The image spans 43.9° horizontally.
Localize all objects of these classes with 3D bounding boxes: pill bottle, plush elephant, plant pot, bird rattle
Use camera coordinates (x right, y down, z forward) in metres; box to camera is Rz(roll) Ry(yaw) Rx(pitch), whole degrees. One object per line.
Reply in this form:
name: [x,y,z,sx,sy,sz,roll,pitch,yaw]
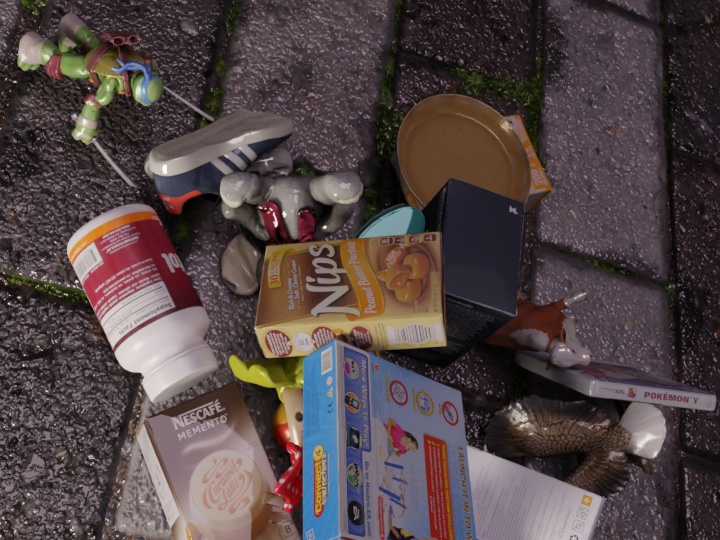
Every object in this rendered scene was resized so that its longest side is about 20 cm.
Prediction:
pill bottle: [-0.240,0.038,1.005,0.111,0.113,0.203,-24,79,-28]
plush elephant: [-0.089,-0.032,1.081,0.160,0.200,0.159,-1,90,-9]
plant pot: [0.136,-0.142,1.197,0.195,0.028,0.205,7,66,-16]
bird rattle: [-0.060,0.172,0.989,0.110,0.163,0.204,-20,75,-7]

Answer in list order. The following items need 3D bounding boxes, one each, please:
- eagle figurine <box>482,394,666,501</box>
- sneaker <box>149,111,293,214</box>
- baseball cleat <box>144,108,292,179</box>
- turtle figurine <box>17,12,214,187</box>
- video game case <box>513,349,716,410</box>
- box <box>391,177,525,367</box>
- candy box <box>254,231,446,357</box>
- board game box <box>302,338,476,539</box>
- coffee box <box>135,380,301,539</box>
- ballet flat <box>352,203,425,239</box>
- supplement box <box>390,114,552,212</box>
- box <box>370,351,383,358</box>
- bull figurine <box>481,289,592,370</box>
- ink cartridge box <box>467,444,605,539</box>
eagle figurine: [0.274,0.233,1.113,0.195,0.151,0.155,-9,107,-20]
sneaker: [-0.162,-0.128,1.073,0.198,0.086,0.074,-26,37,-33]
baseball cleat: [-0.185,-0.155,1.145,0.196,0.070,0.108,0,60,-31]
turtle figurine: [-0.317,-0.220,1.109,0.192,0.200,0.145,32,81,17]
video game case: [0.318,0.138,1.143,0.178,0.200,0.024,9,93,-18]
box: [0.109,0.010,1.105,0.105,0.200,0.152,17,62,-13]
candy box: [-0.007,0.025,0.949,0.195,0.056,0.117,-4,48,8]
board game box: [0.030,0.198,0.916,0.194,0.055,0.204,26,48,-36]
coffee box: [-0.154,0.242,0.969,0.112,0.080,0.203,-19,76,-27]
ballet flat: [0.000,0.000,1.062,0.067,0.070,0.201,42,71,-4]
supplement box: [0.156,-0.136,1.260,0.196,0.074,0.128,-14,73,-26]
box: [0.017,0.161,1.069,0.069,0.064,0.203,-26,77,1]
bull figurine: [0.221,0.068,1.144,0.120,0.197,0.067,-27,116,-39]
ink cartridge box: [0.159,0.322,1.036,0.196,0.044,0.201,17,72,24]
